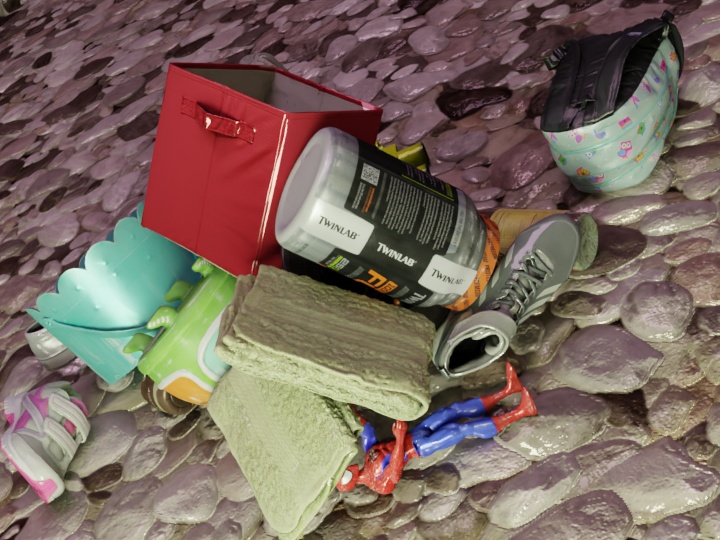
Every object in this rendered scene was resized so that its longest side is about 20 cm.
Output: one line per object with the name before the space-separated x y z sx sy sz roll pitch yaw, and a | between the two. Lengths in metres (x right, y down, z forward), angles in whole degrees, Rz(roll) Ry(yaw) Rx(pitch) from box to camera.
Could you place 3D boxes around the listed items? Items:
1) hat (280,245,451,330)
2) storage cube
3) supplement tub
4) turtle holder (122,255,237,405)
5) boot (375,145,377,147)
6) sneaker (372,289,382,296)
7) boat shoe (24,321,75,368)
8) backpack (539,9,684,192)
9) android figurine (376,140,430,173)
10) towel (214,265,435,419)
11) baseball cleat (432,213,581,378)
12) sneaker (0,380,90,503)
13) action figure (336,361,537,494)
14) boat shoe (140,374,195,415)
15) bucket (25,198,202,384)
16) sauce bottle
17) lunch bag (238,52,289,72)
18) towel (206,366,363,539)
hat | 0.000 0.000 1.188 0.200 0.201 0.081 -43 9 -25
storage cube | -0.107 -0.109 1.217 0.169 0.183 0.199 25 22 29
supplement tub | 0.028 -0.043 1.095 0.123 0.198 0.124 -54 22 33
turtle holder | -0.155 0.062 1.240 0.141 0.131 0.186 -44 10 37
boot | -0.061 -0.050 1.413 0.186 0.068 0.203 -5 66 39
sneaker | 0.036 -0.005 1.307 0.080 0.077 0.202 -48 24 36
boat shoe | -0.359 0.043 1.526 0.199 0.069 0.072 -38 33 -17
backpack | 0.287 -0.188 1.309 0.165 0.127 0.201 -16 32 40
android figurine | -0.003 -0.106 1.495 0.197 0.041 0.183 -19 33 11
towel | -0.029 0.063 1.040 0.197 0.037 0.149 15 30 -1
baseball cleat | 0.151 0.031 1.115 0.201 0.070 0.106 -50 10 5
sneaker | -0.355 0.183 1.308 0.087 0.082 0.200 -31 32 -3
action figure | 0.054 0.134 1.053 0.198 0.100 0.065 -30 30 0
boat shoe | -0.187 0.078 1.341 0.074 0.075 0.203 0 41 47
bucket | -0.280 0.026 1.367 0.207 0.135 0.207 -41 10 9
sauce bottle | 0.160 -0.035 1.244 0.198 0.065 0.065 4 43 43
lunch bag | -0.153 -0.189 1.607 0.137 0.169 0.201 -6 37 31
towel | -0.076 0.141 1.081 0.150 0.036 0.201 -59 45 24
